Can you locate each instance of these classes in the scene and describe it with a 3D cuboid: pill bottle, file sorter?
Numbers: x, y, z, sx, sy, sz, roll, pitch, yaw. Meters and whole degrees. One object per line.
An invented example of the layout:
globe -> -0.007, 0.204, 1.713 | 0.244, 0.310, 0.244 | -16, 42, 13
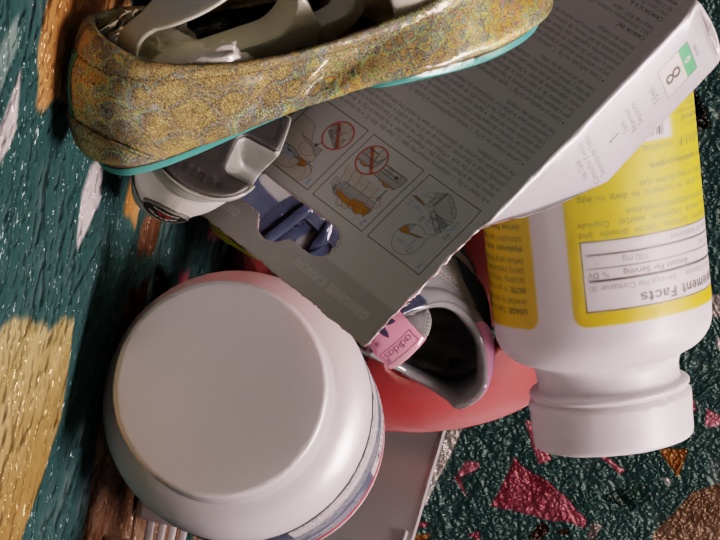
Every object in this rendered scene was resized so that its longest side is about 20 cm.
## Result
pill bottle -> 0.116, -0.014, 1.155 | 0.111, 0.111, 0.201 | -53, 138, -79
pill bottle -> -0.052, 0.064, 1.045 | 0.200, 0.119, 0.120 | 69, 32, -80
file sorter -> -0.041, 0.151, 1.269 | 0.200, 0.138, 0.125 | -65, 168, -69

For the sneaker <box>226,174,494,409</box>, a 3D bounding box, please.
sneaker -> 0.000, 0.000, 1.121 | 0.070, 0.200, 0.082 | -40, -136, 23

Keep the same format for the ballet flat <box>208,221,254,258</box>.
ballet flat -> 0.006, -0.072, 1.150 | 0.200, 0.067, 0.067 | -42, -169, 23

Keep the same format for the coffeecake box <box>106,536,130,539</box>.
coffeecake box -> -0.038, 0.225, 1.095 | 0.073, 0.199, 0.154 | -69, 169, -62

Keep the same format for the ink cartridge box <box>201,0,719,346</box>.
ink cartridge box -> 0.030, -0.068, 0.996 | 0.200, 0.161, 0.050 | -47, 142, -7

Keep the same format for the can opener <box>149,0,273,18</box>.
can opener -> 0.003, -0.140, 0.937 | 0.067, 0.199, 0.053 | 61, -28, 24

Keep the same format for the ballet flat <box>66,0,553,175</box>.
ballet flat -> -0.016, -0.094, 0.859 | 0.071, 0.199, 0.071 | 54, -24, 38

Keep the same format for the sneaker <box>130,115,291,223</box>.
sneaker -> -0.049, -0.109, 0.976 | 0.201, 0.074, 0.088 | -63, -168, -22

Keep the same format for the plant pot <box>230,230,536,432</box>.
plant pot -> 0.029, -0.038, 1.290 | 0.201, 0.199, 0.183 | -71, 168, -58
